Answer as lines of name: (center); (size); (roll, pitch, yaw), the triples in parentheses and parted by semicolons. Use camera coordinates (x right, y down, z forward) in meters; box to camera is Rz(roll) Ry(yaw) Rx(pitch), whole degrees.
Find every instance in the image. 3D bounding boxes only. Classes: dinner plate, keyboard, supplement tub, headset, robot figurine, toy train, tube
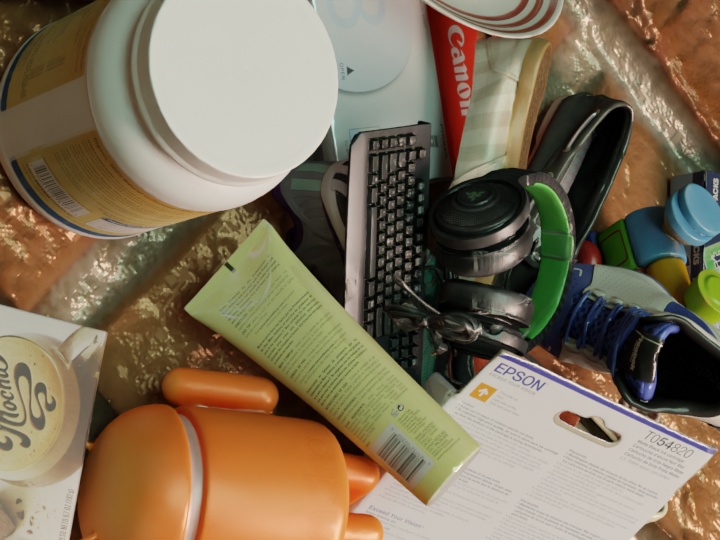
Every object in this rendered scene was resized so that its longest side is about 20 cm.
dinner plate: (0.060, -0.239, 1.326); (0.200, 0.024, 0.200); (22, 45, -24)
keyboard: (0.033, 0.002, 1.227); (0.127, 0.021, 0.200); (-15, 112, -49)
supplement tub: (-0.117, -0.100, 1.118); (0.145, 0.200, 0.145); (5, 82, -33)
headset: (0.089, 0.005, 1.205); (0.200, 0.094, 0.124); (-20, 115, -48)
robot figurine: (-0.087, 0.141, 1.155); (0.200, 0.117, 0.144); (8, 101, -26)
toy train: (0.226, 0.044, 1.348); (0.085, 0.116, 0.200); (10, 56, -35)
tube: (-0.013, 0.061, 1.170); (0.200, 0.052, 0.058); (41, 52, 8)

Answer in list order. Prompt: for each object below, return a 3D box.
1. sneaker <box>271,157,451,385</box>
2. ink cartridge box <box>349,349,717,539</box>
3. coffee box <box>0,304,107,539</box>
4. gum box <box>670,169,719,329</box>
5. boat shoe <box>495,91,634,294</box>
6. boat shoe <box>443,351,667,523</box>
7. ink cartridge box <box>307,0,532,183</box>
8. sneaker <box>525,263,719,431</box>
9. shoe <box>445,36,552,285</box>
sneaker: (0.000, 0.000, 1.272); (0.074, 0.087, 0.200); (-47, 134, -33)
ink cartridge box: (0.102, 0.142, 1.253); (0.199, 0.200, 0.041); (26, 28, -29)
coffee box: (-0.229, 0.122, 1.087); (0.113, 0.080, 0.200); (18, 74, -32)
gum box: (0.331, 0.022, 1.496); (0.200, 0.045, 0.170); (10, 79, -33)
boat shoe: (0.143, -0.045, 1.365); (0.067, 0.057, 0.200); (39, 65, -38)
boat shoe: (0.141, 0.115, 1.346); (0.200, 0.063, 0.071); (46, 64, -19)
ink cartridge box: (0.043, -0.142, 1.323); (0.200, 0.047, 0.160); (-9, 89, -33)
sneaker: (0.189, 0.046, 1.263); (0.115, 0.199, 0.081); (18, 97, -59)
shoe: (0.088, -0.068, 1.310); (0.053, 0.070, 0.200); (12, 83, 8)
